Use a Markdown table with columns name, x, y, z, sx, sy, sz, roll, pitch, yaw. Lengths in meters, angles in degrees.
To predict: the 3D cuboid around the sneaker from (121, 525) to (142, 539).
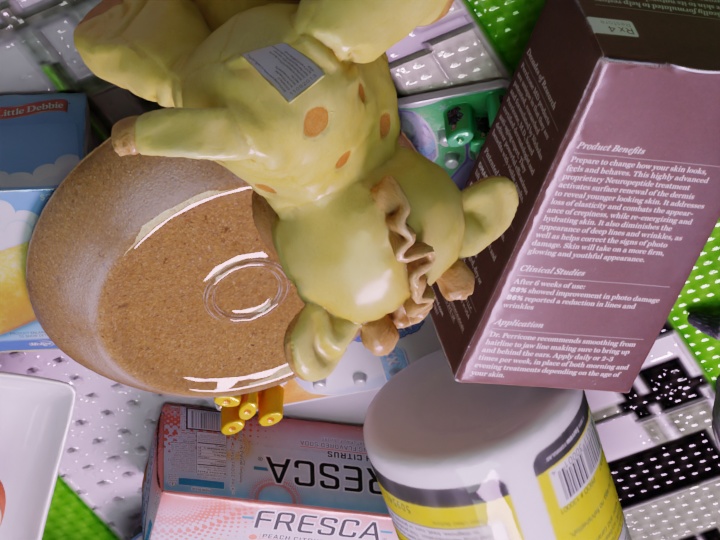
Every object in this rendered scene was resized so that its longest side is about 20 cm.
| name | x | y | z | sx | sy | sz | roll | pitch | yaw |
| --- | --- | --- | --- | --- | --- | --- | --- | --- | --- |
| sneaker | -0.038 | 0.178 | 1.558 | 0.199 | 0.073 | 0.072 | 8 | 137 | -10 |

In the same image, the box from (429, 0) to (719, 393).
| name | x | y | z | sx | sy | sz | roll | pitch | yaw |
| --- | --- | --- | --- | --- | --- | --- | --- | --- | --- |
| box | 0.110 | -0.039 | 1.310 | 0.100 | 0.075 | 0.201 | 5 | 132 | -24 |

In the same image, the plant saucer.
| name | x | y | z | sx | sy | sz | roll | pitch | yaw |
| --- | --- | --- | --- | --- | --- | --- | --- | --- | --- |
| plant saucer | -0.057 | -0.001 | 1.322 | 0.199 | 0.036 | 0.201 | -12 | 137 | -11 |

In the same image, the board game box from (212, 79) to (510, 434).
| name | x | y | z | sx | sy | sz | roll | pitch | yaw |
| --- | --- | --- | --- | --- | --- | --- | --- | --- | --- |
| board game box | 0.000 | 0.000 | 1.404 | 0.199 | 0.026 | 0.201 | -10 | 136 | 8 |

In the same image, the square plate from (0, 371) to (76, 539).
| name | x | y | z | sx | sy | sz | roll | pitch | yaw |
| --- | --- | --- | --- | --- | --- | --- | --- | --- | --- |
| square plate | -0.262 | 0.116 | 1.454 | 0.199 | 0.029 | 0.199 | 11 | 121 | -9 |

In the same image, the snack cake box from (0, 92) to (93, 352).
| name | x | y | z | sx | sy | sz | roll | pitch | yaw |
| --- | --- | --- | --- | --- | --- | --- | --- | --- | --- |
| snack cake box | -0.225 | -0.020 | 1.341 | 0.199 | 0.067 | 0.115 | -3 | 138 | -1 |

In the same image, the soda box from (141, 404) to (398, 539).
| name | x | y | z | sx | sy | sz | roll | pitch | yaw |
| --- | --- | --- | --- | --- | --- | --- | --- | --- | --- |
| soda box | -0.018 | 0.127 | 1.512 | 0.199 | 0.064 | 0.069 | 7 | 136 | -10 |

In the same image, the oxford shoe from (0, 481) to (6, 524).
| name | x | y | z | sx | sy | sz | roll | pitch | yaw |
| --- | --- | --- | --- | --- | --- | --- | --- | --- | --- |
| oxford shoe | -0.268 | 0.098 | 1.383 | 0.199 | 0.073 | 0.071 | 25 | 119 | -16 |

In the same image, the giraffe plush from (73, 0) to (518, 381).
| name | x | y | z | sx | sy | sz | roll | pitch | yaw |
| --- | --- | --- | --- | --- | --- | --- | --- | --- | --- |
| giraffe plush | -0.011 | -0.054 | 1.197 | 0.172 | 0.200 | 0.163 | -24 | 121 | 8 |

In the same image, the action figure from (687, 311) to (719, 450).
| name | x | y | z | sx | sy | sz | roll | pitch | yaw |
| --- | --- | --- | --- | --- | --- | --- | --- | --- | --- |
| action figure | 0.269 | 0.041 | 1.411 | 0.192 | 0.105 | 0.200 | -15 | 161 | 5 |

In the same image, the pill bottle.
| name | x | y | z | sx | sy | sz | roll | pitch | yaw |
| --- | --- | --- | --- | --- | --- | --- | --- | --- | --- |
| pill bottle | 0.081 | 0.144 | 1.424 | 0.114 | 0.114 | 0.201 | -13 | 119 | 11 |
